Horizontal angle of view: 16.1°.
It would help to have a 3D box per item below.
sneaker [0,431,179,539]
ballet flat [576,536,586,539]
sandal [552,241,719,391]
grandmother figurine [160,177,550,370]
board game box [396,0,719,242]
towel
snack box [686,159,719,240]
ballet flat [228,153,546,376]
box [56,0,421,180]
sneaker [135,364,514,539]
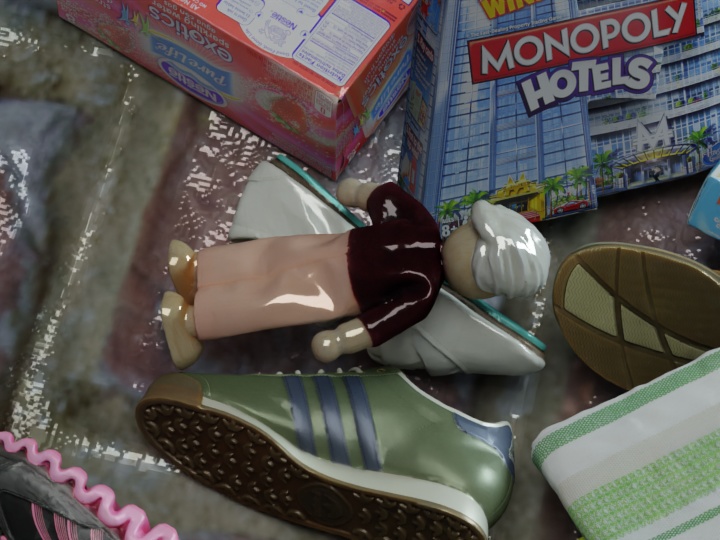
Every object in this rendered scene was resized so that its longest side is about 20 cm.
[{"bbox_3d":[-0.145,0.157,1.302,0.200,0.079,0.095,31,77,14],"label":"sneaker"},{"bbox_3d":[0.196,0.193,1.303,0.200,0.067,0.067,37,46,14],"label":"ballet flat"},{"bbox_3d":[0.195,0.030,1.381,0.200,0.080,0.054,10,18,-13],"label":"sandal"},{"bbox_3d":[0.000,0.000,1.331,0.200,0.061,0.121,-7,58,14],"label":"grandmother figurine"},{"bbox_3d":[0.108,-0.133,1.389,0.200,0.200,0.062,-13,27,-8],"label":"board game box"},{"bbox_3d":[0.188,0.120,1.271,0.149,0.031,0.200,-25,40,-7],"label":"towel"},{"bbox_3d":[0.289,-0.016,1.394,0.200,0.037,0.116,28,33,12],"label":"snack box"},{"bbox_3d":[0.009,0.014,1.388,0.200,0.069,0.069,36,67,20],"label":"ballet flat"},{"bbox_3d":[-0.068,-0.154,1.447,0.200,0.095,0.103,31,65,13],"label":"box"},{"bbox_3d":[-0.011,0.085,1.350,0.200,0.067,0.090,20,48,13],"label":"sneaker"}]
